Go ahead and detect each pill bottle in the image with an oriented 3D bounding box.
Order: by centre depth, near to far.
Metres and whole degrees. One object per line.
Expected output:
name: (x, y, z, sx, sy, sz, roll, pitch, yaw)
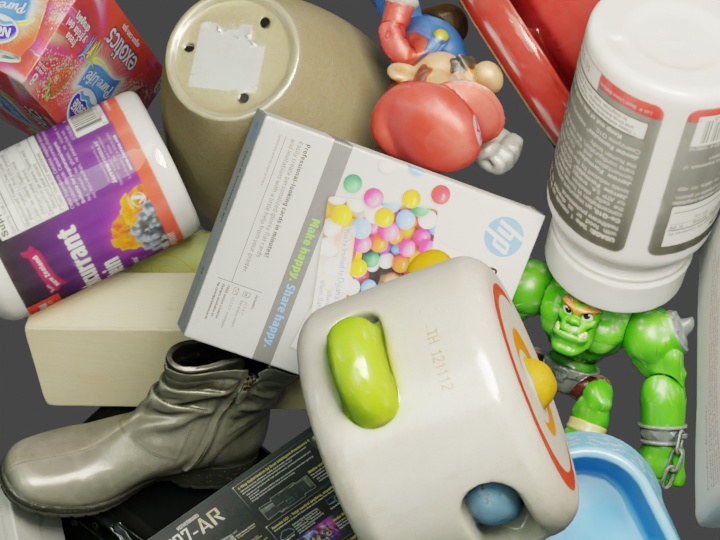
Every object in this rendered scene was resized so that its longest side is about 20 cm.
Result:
pill bottle: (0.182, -0.076, 1.605, 0.114, 0.200, 0.114, 6, 45, -6)
pill bottle: (-0.222, -0.034, 1.730, 0.200, 0.111, 0.111, -26, 71, -5)

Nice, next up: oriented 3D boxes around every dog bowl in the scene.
dog bowl: (0.166, 0.200, 1.628, 0.111, 0.050, 0.200, -26, 85, 0)

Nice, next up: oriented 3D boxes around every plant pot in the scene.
plant pot: (0.174, -0.188, 1.707, 0.182, 0.200, 0.200, -33, 71, 5)
plant pot: (-0.064, -0.115, 1.738, 0.187, 0.200, 0.187, -3, 75, 12)

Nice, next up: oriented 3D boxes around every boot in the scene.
boot: (-0.140, 0.094, 1.681, 0.200, 0.131, 0.068, -7, 51, -29)

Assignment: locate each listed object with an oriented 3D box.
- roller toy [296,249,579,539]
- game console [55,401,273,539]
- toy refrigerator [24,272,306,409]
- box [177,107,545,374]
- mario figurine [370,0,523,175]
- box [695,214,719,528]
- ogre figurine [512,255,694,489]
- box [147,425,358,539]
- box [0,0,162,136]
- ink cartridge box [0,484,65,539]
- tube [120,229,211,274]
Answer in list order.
roller toy: (0.055, 0.090, 1.549, 0.140, 0.200, 0.183, -21, 99, 9)
game console: (-0.138, 0.201, 1.765, 0.200, 0.116, 0.176, 35, 115, 19)
toy refrigerator: (-0.127, 0.047, 1.764, 0.200, 0.076, 0.070, -1, 40, 12)
box: (0.000, 0.000, 1.644, 0.200, 0.041, 0.156, 20, 98, -15)
mario figurine: (0.064, -0.143, 1.708, 0.123, 0.106, 0.200, 17, 34, -18)
box: (0.323, 0.061, 1.603, 0.200, 0.171, 0.199, 3, 76, -2)
ogre figurine: (0.140, 0.061, 1.706, 0.200, 0.098, 0.120, 25, 100, 32)
box: (-0.026, 0.188, 1.647, 0.200, 0.044, 0.160, -35, 50, -13)
box: (-0.224, -0.156, 1.783, 0.100, 0.200, 0.096, 29, 81, 18)
ink cartridge box: (-0.305, 0.211, 1.738, 0.200, 0.068, 0.115, -9, 94, 22)
tube: (-0.133, -0.007, 1.796, 0.200, 0.058, 0.052, 13, 87, 17)
